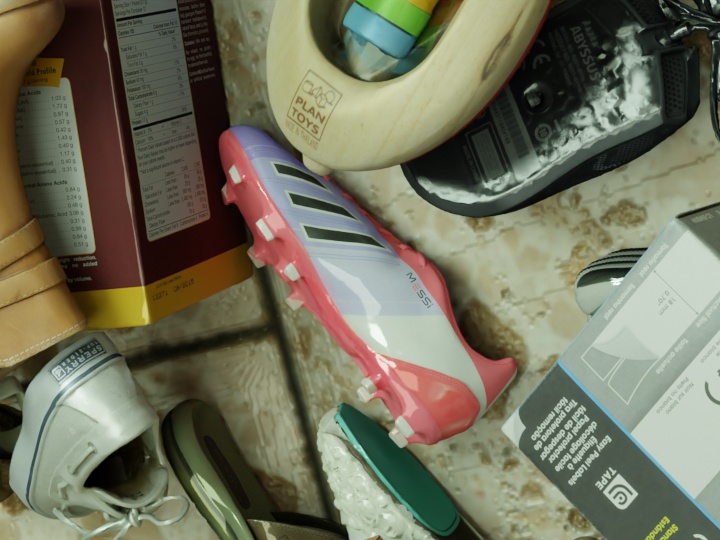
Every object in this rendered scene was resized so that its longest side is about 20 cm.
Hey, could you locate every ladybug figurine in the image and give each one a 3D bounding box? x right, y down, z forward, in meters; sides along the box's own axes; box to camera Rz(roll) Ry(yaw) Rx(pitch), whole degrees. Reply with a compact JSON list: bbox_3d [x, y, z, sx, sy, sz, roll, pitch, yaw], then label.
[{"bbox_3d":[0.032,-0.132,1.131,0.136,0.072,0.200,40,100,29],"label":"ladybug figurine"}]

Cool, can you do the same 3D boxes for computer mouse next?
[{"bbox_3d":[0.115,-0.084,1.157,0.199,0.053,0.139,-21,78,21],"label":"computer mouse"}]

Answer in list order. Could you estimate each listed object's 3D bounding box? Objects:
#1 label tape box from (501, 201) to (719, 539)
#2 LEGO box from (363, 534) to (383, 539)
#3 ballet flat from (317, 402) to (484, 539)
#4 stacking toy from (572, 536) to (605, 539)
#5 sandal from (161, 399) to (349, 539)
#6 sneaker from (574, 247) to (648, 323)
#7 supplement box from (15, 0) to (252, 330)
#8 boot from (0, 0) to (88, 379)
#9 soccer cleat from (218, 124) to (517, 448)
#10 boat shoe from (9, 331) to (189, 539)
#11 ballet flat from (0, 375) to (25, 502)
[{"bbox_3d":[0.185,0.089,1.078,0.200,0.063,0.144,46,118,17],"label":"label tape box"},{"bbox_3d":[-0.039,0.236,1.184,0.200,0.077,0.149,-22,110,36],"label":"LEGO box"},{"bbox_3d":[0.039,0.158,1.219,0.200,0.072,0.072,43,111,10],"label":"ballet flat"},{"bbox_3d":[0.204,0.143,1.159,0.199,0.085,0.086,-23,91,17],"label":"stacking toy"},{"bbox_3d":[-0.034,0.149,1.248,0.057,0.080,0.201,-34,86,9],"label":"sandal"},{"bbox_3d":[0.207,0.046,1.146,0.199,0.075,0.116,-1,104,31],"label":"sneaker"},{"bbox_3d":[-0.185,-0.074,1.230,0.196,0.133,0.201,-5,98,21],"label":"supplement box"},{"bbox_3d":[-0.177,-0.036,1.127,0.200,0.074,0.155,-36,85,35],"label":"boot"},{"bbox_3d":[0.000,0.000,1.219,0.076,0.067,0.200,-34,83,-15],"label":"soccer cleat"},{"bbox_3d":[-0.129,0.106,1.224,0.086,0.075,0.202,49,156,13],"label":"boat shoe"},{"bbox_3d":[-0.219,0.076,1.250,0.072,0.200,0.068,-32,64,5],"label":"ballet flat"}]
